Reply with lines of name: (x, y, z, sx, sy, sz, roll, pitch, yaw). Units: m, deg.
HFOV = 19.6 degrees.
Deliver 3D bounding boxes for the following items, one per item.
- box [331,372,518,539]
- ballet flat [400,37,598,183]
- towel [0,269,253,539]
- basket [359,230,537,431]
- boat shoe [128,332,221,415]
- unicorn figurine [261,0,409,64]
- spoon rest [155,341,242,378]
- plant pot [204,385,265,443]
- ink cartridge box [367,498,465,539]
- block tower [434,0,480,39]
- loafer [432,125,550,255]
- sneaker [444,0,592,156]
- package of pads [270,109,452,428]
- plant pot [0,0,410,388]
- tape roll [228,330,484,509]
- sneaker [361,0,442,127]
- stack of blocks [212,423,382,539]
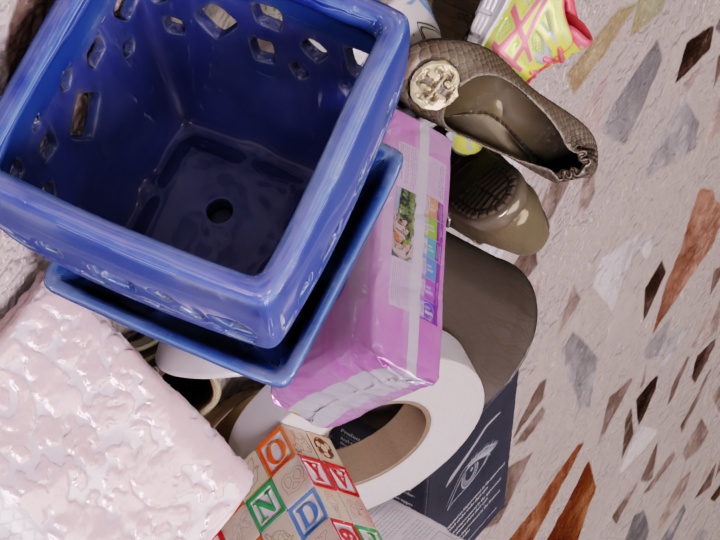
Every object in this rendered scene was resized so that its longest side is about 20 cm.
box: (0.055, 0.161, 1.829, 0.148, 0.104, 0.201, -41, 146, -40)
ballet flat: (0.103, -0.109, 1.506, 0.199, 0.046, 0.067, 27, 116, -38)
towel: (-0.181, 0.133, 1.288, 0.200, 0.032, 0.191, 49, 63, -24)
basket: (0.029, 0.027, 1.621, 0.180, 0.136, 0.200, -38, 150, 5)
boat shoe: (-0.126, 0.076, 1.424, 0.202, 0.075, 0.075, -28, 137, -53)
unicorn figurine: (-0.018, -0.163, 1.381, 0.137, 0.074, 0.200, -36, 121, 16)
spoon rest: (-0.080, 0.032, 1.390, 0.200, 0.099, 0.061, -80, 164, -67)
plant pot: (-0.110, 0.175, 1.607, 0.200, 0.027, 0.201, -45, 149, -36)
ink cartridge box: (-0.002, 0.242, 1.612, 0.161, 0.199, 0.050, -38, 145, -44)
block tower: (0.095, -0.235, 1.600, 0.058, 0.054, 0.201, -38, 145, -43)
loafer: (0.087, -0.059, 1.609, 0.076, 0.200, 0.068, -38, 116, 2)
sneaker: (0.122, -0.168, 1.535, 0.078, 0.090, 0.201, -64, 176, -66)
package of pads: (0.000, 0.000, 1.453, 0.075, 0.120, 0.201, 25, 56, -36)
plant pot: (-0.088, -0.059, 1.221, 0.180, 0.199, 0.201, 79, 35, -63)
tape roll: (-0.002, 0.119, 1.574, 0.202, 0.037, 0.203, -19, 146, -14)
sneaker: (0.024, -0.163, 1.488, 0.072, 0.073, 0.200, -27, 155, 5)
stack of blocks: (-0.083, 0.221, 1.508, 0.200, 0.115, 0.058, -45, 143, 19)
